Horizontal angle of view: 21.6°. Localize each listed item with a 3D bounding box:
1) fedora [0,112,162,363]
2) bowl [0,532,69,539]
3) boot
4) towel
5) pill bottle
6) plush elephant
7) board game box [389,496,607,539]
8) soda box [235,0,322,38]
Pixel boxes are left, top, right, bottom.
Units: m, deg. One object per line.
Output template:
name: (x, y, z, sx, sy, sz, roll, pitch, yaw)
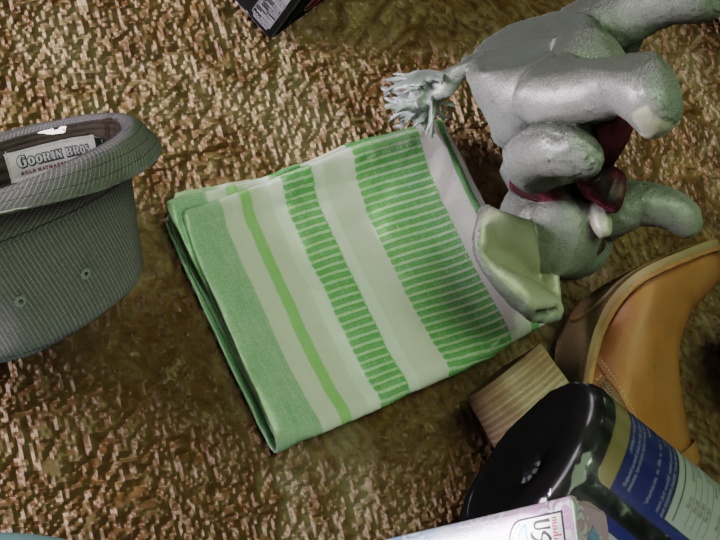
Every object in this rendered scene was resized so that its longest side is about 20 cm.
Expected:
fedora: (-0.184, -0.008, 0.919, 0.199, 0.176, 0.091, -24, 109, -34)
bowl: (-0.144, 0.202, 0.850, 0.199, 0.105, 0.203, 11, 62, -22)
boot: (0.171, 0.085, 1.088, 0.199, 0.077, 0.156, -36, 90, -33)
towel: (0.000, 0.000, 1.074, 0.199, 0.023, 0.154, -20, 78, -34)
pill bottle: (0.157, 0.158, 0.982, 0.200, 0.112, 0.112, 39, 54, -12)
plush elephant: (0.124, -0.060, 1.072, 0.156, 0.198, 0.165, 65, 25, -26)
board game box: (0.029, 0.225, 0.875, 0.043, 0.197, 0.202, 32, 47, -54)
soda box: (-0.087, -0.240, 1.120, 0.200, 0.063, 0.071, 49, 54, 0)
